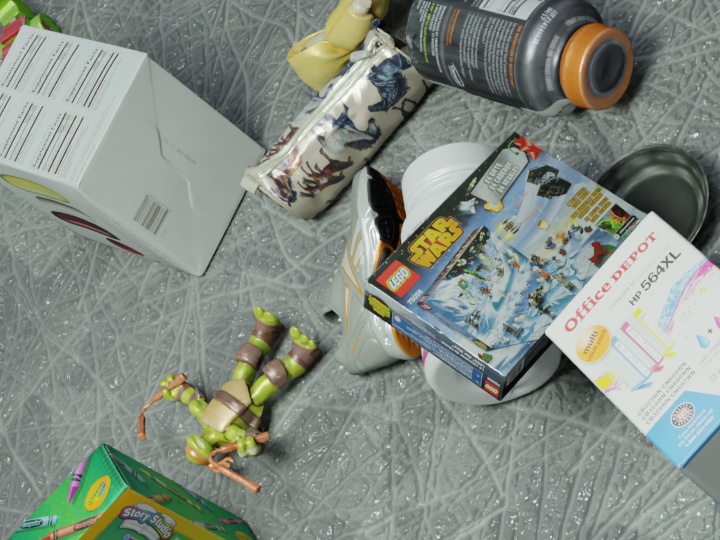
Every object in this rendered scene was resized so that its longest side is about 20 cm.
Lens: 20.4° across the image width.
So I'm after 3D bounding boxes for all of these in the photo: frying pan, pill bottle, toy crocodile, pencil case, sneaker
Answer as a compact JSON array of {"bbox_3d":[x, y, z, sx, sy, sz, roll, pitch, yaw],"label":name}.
[{"bbox_3d":[0.234,-0.014,1.619,0.114,0.031,0.191,-15,60,31],"label":"frying pan"},{"bbox_3d":[0.095,0.000,1.663,0.113,0.113,0.201,-27,51,23],"label":"pill bottle"},{"bbox_3d":[-0.367,-0.226,2.191,0.067,0.062,0.201,-31,50,20],"label":"toy crocodile"},{"bbox_3d":[0.142,-0.195,1.744,0.199,0.106,0.107,23,80,44],"label":"pill bottle"},{"bbox_3d":[-0.021,-0.134,1.849,0.200,0.089,0.078,-48,43,6],"label":"pencil case"},{"bbox_3d":[0.000,0.000,1.767,0.092,0.076,0.201,-27,50,29],"label":"sneaker"}]

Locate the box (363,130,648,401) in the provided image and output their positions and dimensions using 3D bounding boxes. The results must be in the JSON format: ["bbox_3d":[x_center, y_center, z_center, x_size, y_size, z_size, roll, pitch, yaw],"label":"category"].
[{"bbox_3d":[0.115,-0.007,1.573,0.137,0.040,0.200,35,59,19],"label":"box"}]

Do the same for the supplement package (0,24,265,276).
[{"bbox_3d":[-0.242,-0.117,1.939,0.199,0.191,0.148,17,75,43],"label":"supplement package"}]

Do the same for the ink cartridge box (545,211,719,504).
[{"bbox_3d":[0.246,0.065,1.497,0.129,0.125,0.200,-48,47,5],"label":"ink cartridge box"}]

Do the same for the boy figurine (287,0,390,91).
[{"bbox_3d":[-0.001,-0.259,1.893,0.200,0.064,0.125,-55,12,31],"label":"boy figurine"}]

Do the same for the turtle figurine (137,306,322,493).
[{"bbox_3d":[-0.103,0.120,1.781,0.162,0.064,0.200,-52,37,-9],"label":"turtle figurine"}]

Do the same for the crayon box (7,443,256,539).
[{"bbox_3d":[-0.183,0.236,1.681,0.119,0.200,0.058,-45,47,7],"label":"crayon box"}]
